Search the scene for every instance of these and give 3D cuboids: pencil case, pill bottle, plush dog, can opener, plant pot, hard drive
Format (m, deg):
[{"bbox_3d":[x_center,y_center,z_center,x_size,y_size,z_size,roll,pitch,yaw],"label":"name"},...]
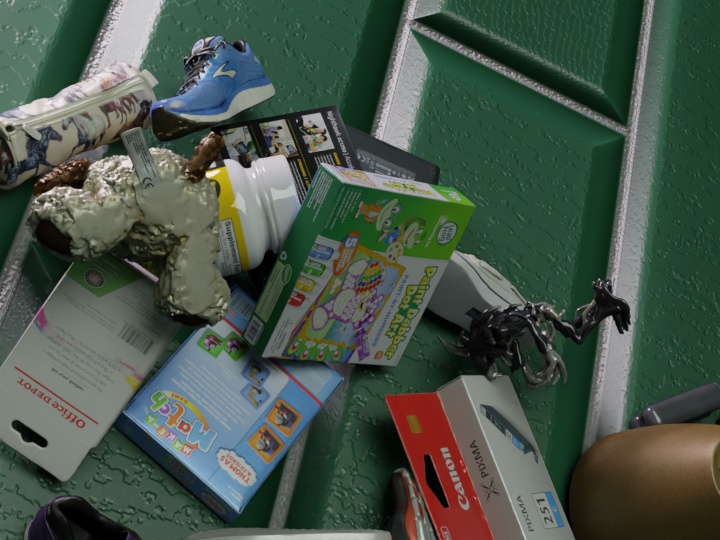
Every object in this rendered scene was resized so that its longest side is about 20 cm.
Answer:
[{"bbox_3d":[-0.301,-0.151,1.621,0.200,0.089,0.078,-30,95,-38],"label":"pencil case"},{"bbox_3d":[-0.161,-0.046,1.577,0.199,0.114,0.115,-15,69,-7],"label":"pill bottle"},{"bbox_3d":[-0.195,-0.059,1.426,0.200,0.172,0.161,30,84,-25],"label":"plush dog"},{"bbox_3d":[0.406,0.168,1.844,0.199,0.053,0.067,-16,70,-33],"label":"can opener"},{"bbox_3d":[0.348,0.234,1.667,0.185,0.200,0.187,9,66,-21],"label":"plant pot"},{"bbox_3d":[0.010,-0.057,1.771,0.139,0.033,0.201,23,54,-15],"label":"hard drive"}]

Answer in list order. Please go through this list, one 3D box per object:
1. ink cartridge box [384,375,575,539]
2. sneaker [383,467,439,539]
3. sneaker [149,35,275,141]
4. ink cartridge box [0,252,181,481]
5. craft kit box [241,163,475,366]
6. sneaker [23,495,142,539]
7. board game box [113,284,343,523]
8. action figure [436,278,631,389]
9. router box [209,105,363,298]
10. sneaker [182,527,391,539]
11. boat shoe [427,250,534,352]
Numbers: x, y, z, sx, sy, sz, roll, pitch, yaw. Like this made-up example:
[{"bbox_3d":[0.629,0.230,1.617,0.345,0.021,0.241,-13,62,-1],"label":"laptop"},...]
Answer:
[{"bbox_3d":[0.127,0.207,1.642,0.176,0.045,0.201,3,59,-51],"label":"ink cartridge box"},{"bbox_3d":[0.036,0.281,1.565,0.200,0.082,0.077,-98,163,-50],"label":"sneaker"},{"bbox_3d":[-0.170,-0.198,1.696,0.200,0.078,0.090,-41,111,-58],"label":"sneaker"},{"bbox_3d":[-0.261,0.083,1.487,0.117,0.067,0.200,36,93,-6],"label":"ink cartridge box"},{"bbox_3d":[0.000,0.000,1.604,0.197,0.201,0.048,5,27,-47],"label":"craft kit box"},{"bbox_3d":[-0.211,0.279,1.424,0.200,0.088,0.076,37,52,-5],"label":"sneaker"},{"bbox_3d":[-0.128,0.130,1.586,0.151,0.037,0.200,41,50,-2],"label":"board game box"},{"bbox_3d":[0.188,0.077,1.688,0.199,0.119,0.103,-18,91,-3],"label":"action figure"},{"bbox_3d":[-0.065,-0.074,1.695,0.148,0.051,0.201,-12,62,-17],"label":"router box"},{"bbox_3d":[-0.070,0.296,1.499,0.199,0.075,0.105,2,87,-9],"label":"sneaker"},{"bbox_3d":[0.121,0.016,1.750,0.200,0.072,0.066,33,37,-26],"label":"boat shoe"}]
